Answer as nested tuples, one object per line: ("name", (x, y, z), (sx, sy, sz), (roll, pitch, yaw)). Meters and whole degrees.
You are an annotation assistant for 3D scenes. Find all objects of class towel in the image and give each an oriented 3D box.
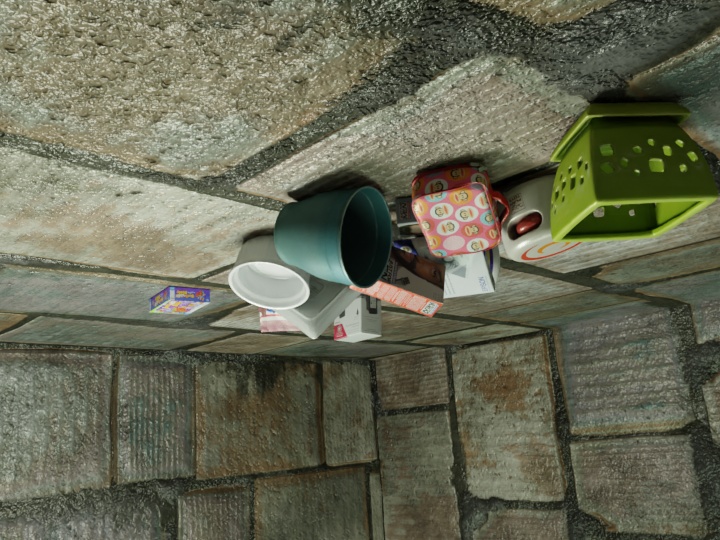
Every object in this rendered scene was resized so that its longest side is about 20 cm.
("towel", (-0.232, 0.094, 1.913), (0.144, 0.200, 0.023), (-2, -154, -7))

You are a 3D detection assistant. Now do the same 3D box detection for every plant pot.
("plant pot", (0.427, -0.163, 1.052), (0.198, 0.182, 0.200), (-2, 166, -4))
("plant pot", (-0.064, -0.070, 1.297), (0.188, 0.201, 0.200), (4, 171, 32))

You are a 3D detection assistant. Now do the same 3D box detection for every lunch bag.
("lunch bag", (0.202, -0.116, 1.257), (0.176, 0.082, 0.200), (-11, 139, 15))

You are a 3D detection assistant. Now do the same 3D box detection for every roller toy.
("roller toy", (0.375, -0.112, 1.319), (0.182, 0.140, 0.200), (-14, 163, -2))

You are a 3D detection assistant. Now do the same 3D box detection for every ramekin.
("ramekin", (-0.218, 0.003, 1.582), (0.200, 0.098, 0.201), (5, 143, 4))

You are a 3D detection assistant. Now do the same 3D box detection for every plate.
("plate", (-0.119, 0.058, 1.657), (0.199, 0.200, 0.032), (31, 157, 36))

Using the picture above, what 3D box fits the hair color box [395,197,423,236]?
("hair color box", (0.179, -0.123, 1.385), (0.199, 0.061, 0.099), (-5, 166, 7))

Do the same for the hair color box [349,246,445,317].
("hair color box", (0.084, 0.013, 1.406), (0.200, 0.111, 0.064), (20, 140, -13))

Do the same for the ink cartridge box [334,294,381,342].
("ink cartridge box", (-0.010, 0.109, 1.960), (0.083, 0.201, 0.145), (12, 159, -35))

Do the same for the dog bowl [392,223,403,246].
("dog bowl", (0.011, -0.063, 1.582), (0.199, 0.059, 0.200), (-3, 165, -1))

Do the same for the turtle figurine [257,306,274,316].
("turtle figurine", (-0.221, 0.040, 1.791), (0.200, 0.144, 0.194), (-10, 149, 22))

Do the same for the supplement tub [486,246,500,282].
("supplement tub", (0.236, -0.023, 1.613), (0.199, 0.146, 0.145), (-2, 165, -7))

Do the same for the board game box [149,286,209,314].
("board game box", (-0.590, 0.099, 2.080), (0.134, 0.045, 0.200), (6, 163, -34))

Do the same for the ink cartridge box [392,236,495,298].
("ink cartridge box", (0.194, -0.008, 1.477), (0.200, 0.041, 0.200), (-8, 139, 19))
